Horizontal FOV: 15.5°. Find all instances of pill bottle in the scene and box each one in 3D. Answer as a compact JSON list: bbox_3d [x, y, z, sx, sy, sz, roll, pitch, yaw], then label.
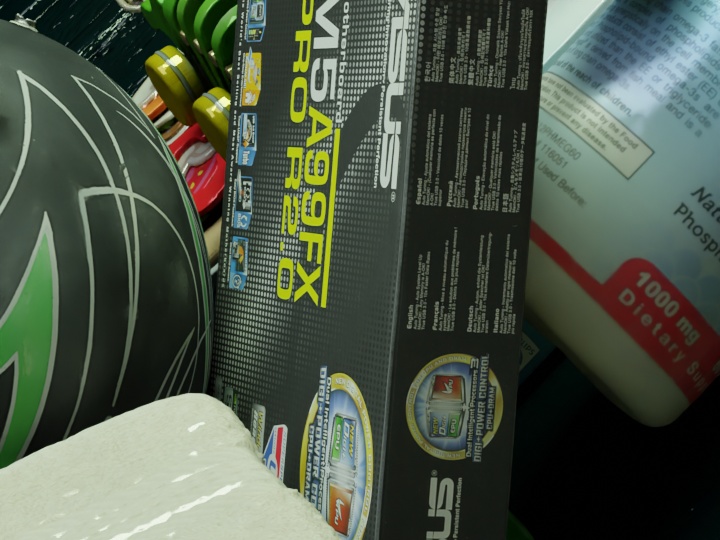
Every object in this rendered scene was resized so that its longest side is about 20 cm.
[{"bbox_3d":[0.125,-0.055,0.858,0.200,0.109,0.109,-46,25,0],"label":"pill bottle"}]

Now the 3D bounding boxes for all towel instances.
[{"bbox_3d":[-0.103,0.105,0.735,0.200,0.035,0.133,-24,30,-15],"label":"towel"}]

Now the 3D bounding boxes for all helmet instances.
[{"bbox_3d":[-0.141,0.021,0.880,0.190,0.201,0.200,-18,28,-1],"label":"helmet"}]

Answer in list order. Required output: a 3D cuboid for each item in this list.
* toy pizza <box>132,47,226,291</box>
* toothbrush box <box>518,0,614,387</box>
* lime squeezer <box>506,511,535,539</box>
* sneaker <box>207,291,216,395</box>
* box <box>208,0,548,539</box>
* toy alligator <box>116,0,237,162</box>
[{"bbox_3d":[-0.064,-0.053,1.044,0.200,0.032,0.200,-39,25,22],"label":"toy pizza"},{"bbox_3d":[0.070,-0.068,0.990,0.200,0.085,0.146,-46,24,-1],"label":"toothbrush box"},{"bbox_3d":[0.025,0.098,0.873,0.200,0.038,0.071,-3,49,54],"label":"lime squeezer"},{"bbox_3d":[-0.072,0.046,1.045,0.111,0.077,0.200,-18,41,55],"label":"sneaker"},{"bbox_3d":[0.000,0.000,0.836,0.160,0.044,0.201,-169,82,-68],"label":"box"},{"bbox_3d":[-0.056,-0.093,0.984,0.059,0.054,0.200,-35,39,-11],"label":"toy alligator"}]
